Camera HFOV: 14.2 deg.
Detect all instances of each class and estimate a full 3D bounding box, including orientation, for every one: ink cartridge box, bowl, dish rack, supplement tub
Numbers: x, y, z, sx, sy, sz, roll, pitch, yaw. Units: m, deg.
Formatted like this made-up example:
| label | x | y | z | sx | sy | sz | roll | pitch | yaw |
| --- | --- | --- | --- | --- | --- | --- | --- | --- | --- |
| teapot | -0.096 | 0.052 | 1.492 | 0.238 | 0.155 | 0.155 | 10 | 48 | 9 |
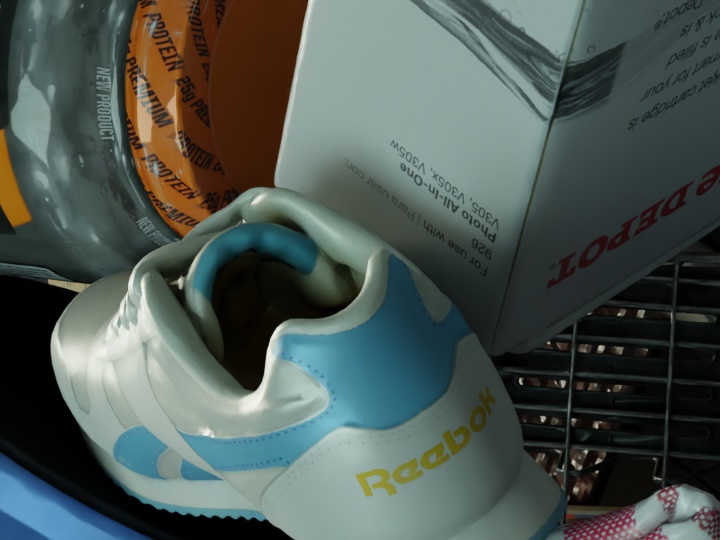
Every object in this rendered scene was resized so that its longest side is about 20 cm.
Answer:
| label | x | y | z | sx | sy | sz | roll | pitch | yaw |
| --- | --- | --- | --- | --- | --- | --- | --- | --- | --- |
| ink cartridge box | 0.067 | -0.098 | 0.684 | 0.084 | 0.146 | 0.200 | 38 | 136 | 26 |
| bowl | -0.061 | 0.060 | 0.830 | 0.201 | 0.201 | 0.039 | 34 | 106 | 28 |
| dish rack | 0.098 | 0.095 | 0.796 | 0.153 | 0.055 | 0.200 | 4 | 94 | 14 |
| supplement tub | -0.100 | -0.060 | 0.843 | 0.200 | 0.123 | 0.123 | 5 | 117 | 35 |

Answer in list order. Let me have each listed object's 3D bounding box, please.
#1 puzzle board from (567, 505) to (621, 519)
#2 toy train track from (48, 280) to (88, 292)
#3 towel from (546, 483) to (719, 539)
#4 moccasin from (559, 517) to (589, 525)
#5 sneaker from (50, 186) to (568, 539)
| label | x | y | z | sx | sy | sz | roll | pitch | yaw |
| --- | --- | --- | --- | --- | --- | --- | --- | --- | --- |
| puzzle board | 0.109 | 0.167 | 0.908 | 0.151 | 0.017 | 0.200 | -3 | 112 | 48 |
| toy train track | -0.118 | -0.028 | 1.018 | 0.200 | 0.033 | 0.115 | 38 | 145 | 32 |
| towel | 0.018 | 0.110 | 0.723 | 0.200 | 0.146 | 0.030 | -21 | 59 | 15 |
| moccasin | 0.075 | 0.175 | 0.882 | 0.074 | 0.078 | 0.202 | 0 | 95 | 62 |
| sneaker | -0.024 | 0.018 | 0.705 | 0.200 | 0.076 | 0.081 | 16 | 138 | 59 |
